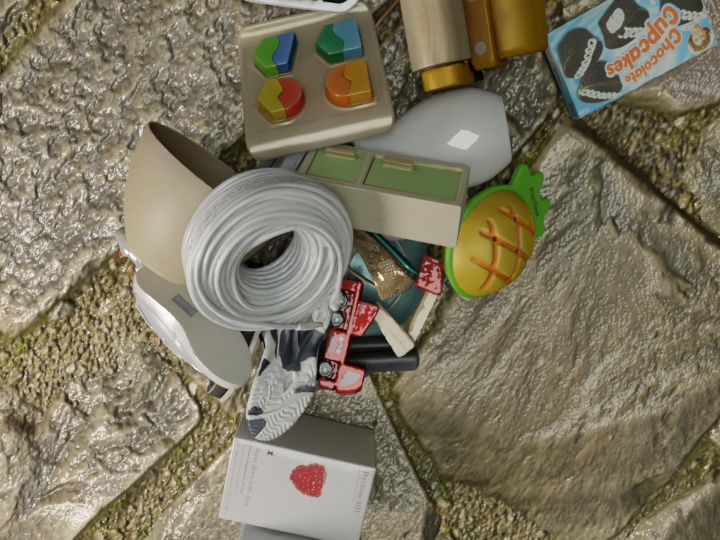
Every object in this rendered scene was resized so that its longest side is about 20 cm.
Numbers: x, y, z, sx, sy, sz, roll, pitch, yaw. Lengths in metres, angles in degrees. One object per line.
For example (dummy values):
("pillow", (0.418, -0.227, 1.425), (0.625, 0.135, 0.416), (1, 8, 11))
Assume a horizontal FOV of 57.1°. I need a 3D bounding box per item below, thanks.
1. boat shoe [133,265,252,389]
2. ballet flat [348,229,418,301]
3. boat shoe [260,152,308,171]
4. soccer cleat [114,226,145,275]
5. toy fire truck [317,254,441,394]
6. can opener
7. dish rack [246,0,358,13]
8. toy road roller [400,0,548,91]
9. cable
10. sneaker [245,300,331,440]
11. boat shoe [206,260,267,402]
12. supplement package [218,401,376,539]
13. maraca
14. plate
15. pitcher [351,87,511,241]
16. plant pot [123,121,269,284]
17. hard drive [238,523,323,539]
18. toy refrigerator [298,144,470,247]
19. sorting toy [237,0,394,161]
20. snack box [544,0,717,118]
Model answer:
("boat shoe", (-0.216, 0.081, 0.835), (0.199, 0.072, 0.069), (38, 137, 8))
("ballet flat", (-0.007, -0.040, 0.853), (0.065, 0.070, 0.201), (-45, 61, 12))
("boat shoe", (-0.066, -0.171, 0.872), (0.066, 0.073, 0.202), (34, 93, -40))
("soccer cleat", (-0.243, 0.001, 0.904), (0.200, 0.069, 0.078), (43, 93, -15))
("toy fire truck", (0.027, 0.072, 0.883), (0.137, 0.049, 0.206), (13, 87, 5))
("can opener", (-0.014, 0.133, 0.946), (0.194, 0.054, 0.068), (-2, 134, 0))
("dish rack", (-0.072, -0.432, 0.824), (0.167, 0.044, 0.206), (6, 102, -1))
("toy road roller", (0.140, -0.290, 0.778), (0.142, 0.200, 0.126), (-7, 103, 24))
("cable", (-0.101, -0.020, 0.742), (0.195, 0.070, 0.203), (-1, 129, -31))
("sneaker", (-0.105, 0.119, 0.887), (0.078, 0.129, 0.205), (15, 84, -15))
("boat shoe", (-0.166, 0.080, 0.880), (0.059, 0.072, 0.205), (21, 106, -22))
("supplement package", (-0.085, 0.283, 0.932), (0.194, 0.120, 0.125), (12, 101, -3))
("maraca", (0.182, -0.051, 0.867), (0.199, 0.106, 0.139), (-41, 128, -20))
("plate", (0.000, 0.000, 0.923), (0.194, 0.026, 0.206), (0, 102, -1))
("pitcher", (0.095, -0.136, 0.853), (0.195, 0.122, 0.176), (-10, 108, 12))
("plant pot", (-0.213, -0.065, 0.816), (0.199, 0.201, 0.135), (38, 98, -8))
("hard drive", (-0.100, 0.366, 0.908), (0.128, 0.200, 0.027), (12, 101, -3))
("toy refrigerator", (0.027, -0.095, 0.788), (0.195, 0.077, 0.071), (11, 138, 11))
("sorting toy", (-0.061, -0.243, 0.816), (0.180, 0.037, 0.205), (-11, 64, 2))
("snack box", (0.345, -0.298, 0.856), (0.197, 0.037, 0.118), (-28, 101, 5))
